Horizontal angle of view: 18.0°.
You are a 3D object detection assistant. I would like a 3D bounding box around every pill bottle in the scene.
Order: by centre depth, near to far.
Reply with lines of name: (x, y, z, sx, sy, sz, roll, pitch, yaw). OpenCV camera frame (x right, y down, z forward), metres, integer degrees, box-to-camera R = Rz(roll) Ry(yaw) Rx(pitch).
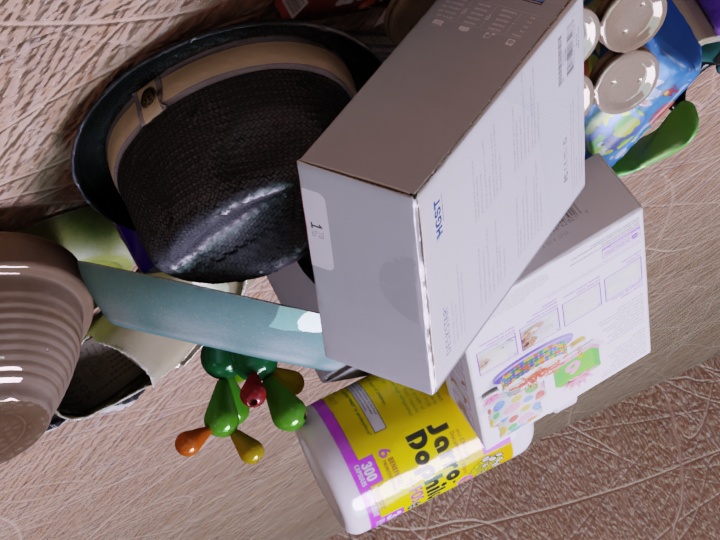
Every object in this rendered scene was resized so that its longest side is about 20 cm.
pill bottle: (0.058, 0.110, 1.702, 0.200, 0.104, 0.104, -26, 168, -8)

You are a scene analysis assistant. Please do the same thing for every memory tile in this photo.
memory tile: (0.103, -0.139, 1.416, 0.200, 0.017, 0.153, -19, 134, -19)

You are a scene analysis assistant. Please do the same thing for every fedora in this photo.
fedora: (-0.067, -0.055, 1.329, 0.200, 0.092, 0.201, -10, 147, -7)

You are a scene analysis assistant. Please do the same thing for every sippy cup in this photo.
sippy cup: (0.156, -0.136, 1.546, 0.130, 0.140, 0.178, -39, 168, 27)

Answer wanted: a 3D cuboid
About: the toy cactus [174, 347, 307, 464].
toy cactus: (-0.115, 0.047, 1.698, 0.102, 0.200, 0.165, -18, 125, -21)

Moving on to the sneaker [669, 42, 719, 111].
sneaker: (0.295, -0.196, 1.740, 0.200, 0.080, 0.071, -36, 165, 31)

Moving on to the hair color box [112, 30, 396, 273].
hair color box: (-0.057, -0.076, 1.475, 0.200, 0.065, 0.109, -38, 165, 28)

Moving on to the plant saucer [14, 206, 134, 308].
plant saucer: (-0.231, 0.020, 1.542, 0.200, 0.031, 0.200, -28, 167, -7)

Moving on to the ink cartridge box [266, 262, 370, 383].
ink cartridge box: (0.037, -0.016, 1.735, 0.145, 0.145, 0.200, -34, 166, 25)

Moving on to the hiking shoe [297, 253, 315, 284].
hiking shoe: (0.000, 0.000, 1.531, 0.076, 0.101, 0.200, -31, 171, 12)

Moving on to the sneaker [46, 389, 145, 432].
sneaker: (-0.246, 0.089, 1.697, 0.079, 0.074, 0.200, -18, 172, 33)

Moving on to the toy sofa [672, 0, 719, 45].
toy sofa: (0.280, -0.238, 1.540, 0.200, 0.083, 0.098, -38, 166, 36)

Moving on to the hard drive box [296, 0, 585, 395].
hard drive box: (0.053, -0.056, 1.316, 0.200, 0.077, 0.156, -51, 149, -37)

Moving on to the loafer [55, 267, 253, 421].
loafer: (-0.148, 0.044, 1.606, 0.200, 0.076, 0.068, -42, -159, 18)

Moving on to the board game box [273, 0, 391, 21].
board game box: (0.049, -0.192, 1.348, 0.200, 0.019, 0.103, -17, 164, -45)

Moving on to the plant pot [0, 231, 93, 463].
plant pot: (-0.257, 0.068, 1.431, 0.200, 0.093, 0.201, -18, 154, -9)

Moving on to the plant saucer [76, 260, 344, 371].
plant saucer: (-0.083, 0.032, 1.427, 0.200, 0.036, 0.200, 13, 178, 0)

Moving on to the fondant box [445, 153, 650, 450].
fondant box: (0.124, 0.025, 1.568, 0.144, 0.058, 0.200, -30, 149, -9)
